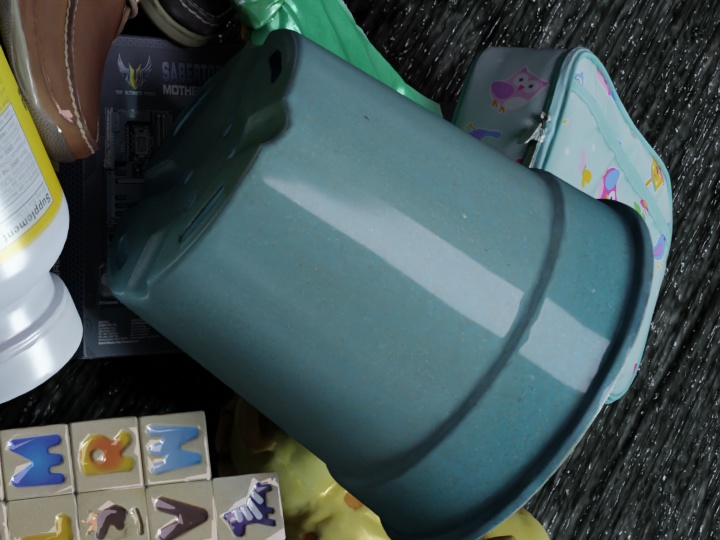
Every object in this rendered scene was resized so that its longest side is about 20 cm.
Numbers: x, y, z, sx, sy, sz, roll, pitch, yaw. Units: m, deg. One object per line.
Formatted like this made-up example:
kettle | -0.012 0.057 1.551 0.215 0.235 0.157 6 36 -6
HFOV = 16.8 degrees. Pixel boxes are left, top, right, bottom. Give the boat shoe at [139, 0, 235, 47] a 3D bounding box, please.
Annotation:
boat shoe | -0.060 -0.199 1.240 0.073 0.065 0.200 38 48 -27

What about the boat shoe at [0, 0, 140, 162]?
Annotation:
boat shoe | -0.127 -0.146 1.116 0.076 0.072 0.201 72 12 -69

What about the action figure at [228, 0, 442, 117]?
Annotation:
action figure | -0.022 -0.095 1.236 0.200 0.055 0.118 57 43 -50

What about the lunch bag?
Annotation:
lunch bag | 0.112 -0.029 1.375 0.200 0.077 0.161 53 52 -52

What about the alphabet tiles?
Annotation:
alphabet tiles | -0.127 0.153 1.132 0.199 0.006 0.167 -5 85 -19

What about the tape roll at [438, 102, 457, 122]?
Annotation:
tape roll | 0.061 0.000 1.440 0.200 0.066 0.201 -4 95 -55

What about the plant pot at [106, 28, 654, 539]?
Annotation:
plant pot | 0.000 0.000 1.148 0.196 0.200 0.201 35 61 -21

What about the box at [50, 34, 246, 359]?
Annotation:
box | -0.090 -0.038 1.243 0.200 0.051 0.158 -3 94 -53

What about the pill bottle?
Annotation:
pill bottle | -0.193 -0.043 1.051 0.112 0.112 0.200 -48 128 -41

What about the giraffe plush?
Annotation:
giraffe plush | -0.008 0.119 1.307 0.199 0.173 0.163 -16 96 -17
